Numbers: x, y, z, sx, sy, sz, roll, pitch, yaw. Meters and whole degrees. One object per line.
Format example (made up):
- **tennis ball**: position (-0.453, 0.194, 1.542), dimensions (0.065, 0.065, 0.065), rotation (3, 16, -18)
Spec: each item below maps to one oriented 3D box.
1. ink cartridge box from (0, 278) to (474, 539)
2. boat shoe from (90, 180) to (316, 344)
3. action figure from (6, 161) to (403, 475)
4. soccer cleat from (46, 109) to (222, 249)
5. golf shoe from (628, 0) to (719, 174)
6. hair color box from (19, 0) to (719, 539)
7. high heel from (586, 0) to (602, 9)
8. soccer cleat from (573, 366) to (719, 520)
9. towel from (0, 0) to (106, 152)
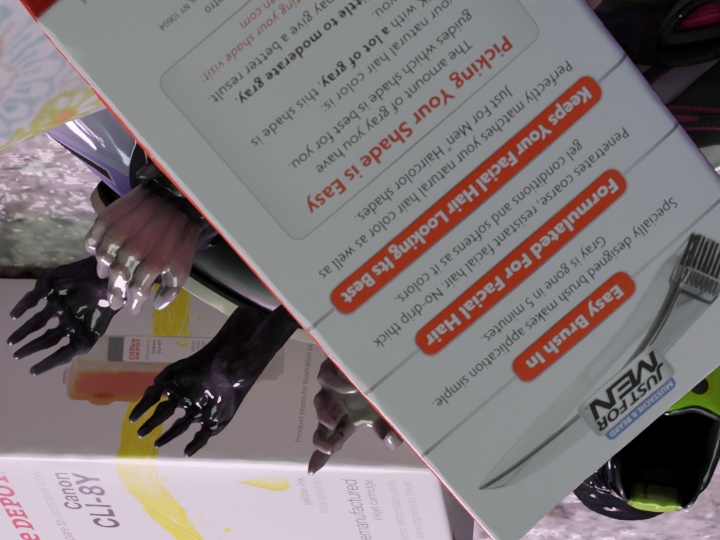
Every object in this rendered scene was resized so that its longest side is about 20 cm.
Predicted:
- **ink cartridge box**: position (-0.057, 0.073, 1.085), dimensions (0.199, 0.084, 0.145), rotation (2, 151, 9)
- **boat shoe**: position (0.000, -0.001, 0.966), dimensions (0.201, 0.074, 0.063), rotation (25, 112, -12)
- **action figure**: position (-0.022, 0.001, 0.794), dimensions (0.119, 0.102, 0.200), rotation (41, 140, -13)
- **soccer cleat**: position (-0.094, -0.075, 0.856), dimensions (0.073, 0.068, 0.200), rotation (12, 157, 30)
- **golf shoe**: position (0.082, -0.034, 0.858), dimensions (0.200, 0.088, 0.077), rotation (-19, 144, 40)
- **hair color box**: position (0.014, -0.036, 0.695), dimensions (0.111, 0.064, 0.200), rotation (-40, 114, 0)
- **high heel**: position (0.039, -0.100, 0.782), dimensions (0.067, 0.096, 0.201), rotation (-22, 139, -34)
- **soccer cleat**: position (0.111, 0.066, 1.038), dimensions (0.067, 0.081, 0.200), rotation (7, 152, 0)
- **towel**: position (-0.088, -0.112, 0.707), dimensions (0.171, 0.048, 0.200), rotation (-23, 146, -11)
